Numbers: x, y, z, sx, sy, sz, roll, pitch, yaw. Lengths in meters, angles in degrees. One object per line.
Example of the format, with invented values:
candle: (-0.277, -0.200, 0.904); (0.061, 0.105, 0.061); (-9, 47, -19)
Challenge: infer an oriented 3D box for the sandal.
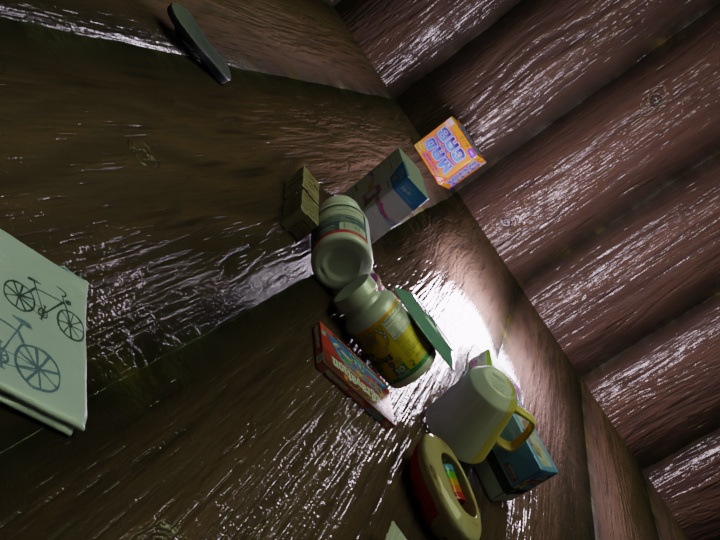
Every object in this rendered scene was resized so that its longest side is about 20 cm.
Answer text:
sandal: (-0.332, -0.451, 1.663); (0.201, 0.042, 0.077); (53, 21, -46)

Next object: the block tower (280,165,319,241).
block tower: (-0.117, -0.133, 1.629); (0.058, 0.054, 0.201); (47, 19, -23)

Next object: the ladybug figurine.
ladybug figurine: (0.134, 0.366, 1.363); (0.135, 0.072, 0.202); (38, 25, -44)

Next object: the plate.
plate: (0.131, 0.105, 1.582); (0.201, 0.025, 0.200); (53, 6, -8)

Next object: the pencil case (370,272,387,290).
pencil case: (0.058, 0.092, 1.649); (0.200, 0.086, 0.083); (46, 37, -27)

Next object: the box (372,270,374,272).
box: (0.000, 0.000, 1.734); (0.201, 0.041, 0.039); (57, 17, 4)

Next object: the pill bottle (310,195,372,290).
pill bottle: (-0.038, -0.062, 1.605); (0.120, 0.119, 0.201); (47, 18, -25)

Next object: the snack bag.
snack bag: (-0.331, 0.037, 0.765); (0.188, 0.021, 0.202); (42, 22, -42)

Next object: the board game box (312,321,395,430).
board game box: (-0.010, 0.181, 1.400); (0.200, 0.019, 0.104); (46, 21, -32)

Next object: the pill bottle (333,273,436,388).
pill bottle: (0.042, 0.109, 1.518); (0.201, 0.112, 0.113); (53, 17, -13)

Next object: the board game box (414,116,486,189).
board game box: (0.379, -0.490, 3.440); (0.201, 0.199, 0.199); (58, 17, 11)

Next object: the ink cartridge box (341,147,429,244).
ink cartridge box: (0.049, -0.167, 1.914); (0.084, 0.199, 0.145); (40, 21, -30)

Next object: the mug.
mug: (0.241, 0.271, 1.613); (0.185, 0.154, 0.150); (10, 36, -42)

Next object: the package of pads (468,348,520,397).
package of pads: (0.322, 0.304, 1.972); (0.155, 0.068, 0.201); (49, 27, -21)

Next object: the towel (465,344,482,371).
towel: (0.333, 0.277, 2.167); (0.150, 0.030, 0.200); (56, 16, -2)

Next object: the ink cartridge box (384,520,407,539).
ink cartridge box: (0.072, 0.456, 1.077); (0.201, 0.050, 0.161); (52, 17, -1)

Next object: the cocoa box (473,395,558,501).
cocoa box: (0.304, 0.367, 1.737); (0.133, 0.130, 0.202); (28, 32, -57)
